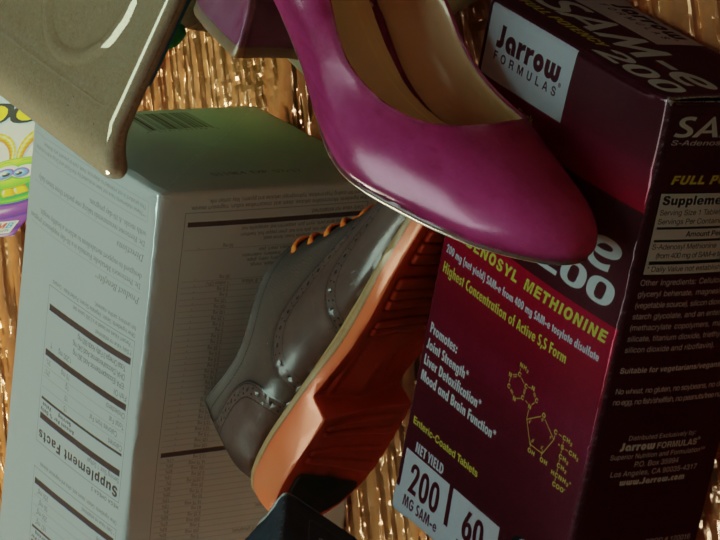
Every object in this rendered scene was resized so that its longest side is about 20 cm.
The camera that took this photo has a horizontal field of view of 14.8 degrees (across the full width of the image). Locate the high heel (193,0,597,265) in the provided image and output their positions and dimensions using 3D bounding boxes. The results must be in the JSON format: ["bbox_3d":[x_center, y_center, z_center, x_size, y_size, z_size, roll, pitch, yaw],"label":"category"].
[{"bbox_3d":[0.016,-0.084,0.924,0.200,0.067,0.096,39,121,32],"label":"high heel"}]

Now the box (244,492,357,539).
[{"bbox_3d":[-0.044,0.223,1.001,0.197,0.117,0.200,-50,15,20],"label":"box"}]

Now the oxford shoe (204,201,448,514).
[{"bbox_3d":[0.000,0.000,1.047,0.073,0.071,0.200,46,115,29],"label":"oxford shoe"}]

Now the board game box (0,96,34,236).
[{"bbox_3d":[-0.185,-0.103,1.332,0.200,0.103,0.105,-43,57,52],"label":"board game box"}]

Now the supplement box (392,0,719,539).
[{"bbox_3d":[0.078,0.015,0.966,0.109,0.061,0.200,37,123,51],"label":"supplement box"}]

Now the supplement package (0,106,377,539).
[{"bbox_3d":[-0.074,0.043,1.161,0.110,0.114,0.200,31,119,51],"label":"supplement package"}]

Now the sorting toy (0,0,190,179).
[{"bbox_3d":[-0.098,-0.155,1.083,0.185,0.036,0.200,36,108,50],"label":"sorting toy"}]

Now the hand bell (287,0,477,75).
[{"bbox_3d":[0.062,-0.132,0.977,0.200,0.104,0.104,-14,81,44],"label":"hand bell"}]

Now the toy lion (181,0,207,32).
[{"bbox_3d":[-0.067,-0.210,1.182,0.200,0.069,0.192,31,111,53],"label":"toy lion"}]

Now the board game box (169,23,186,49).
[{"bbox_3d":[-0.114,-0.202,1.160,0.200,0.026,0.200,20,92,44],"label":"board game box"}]
